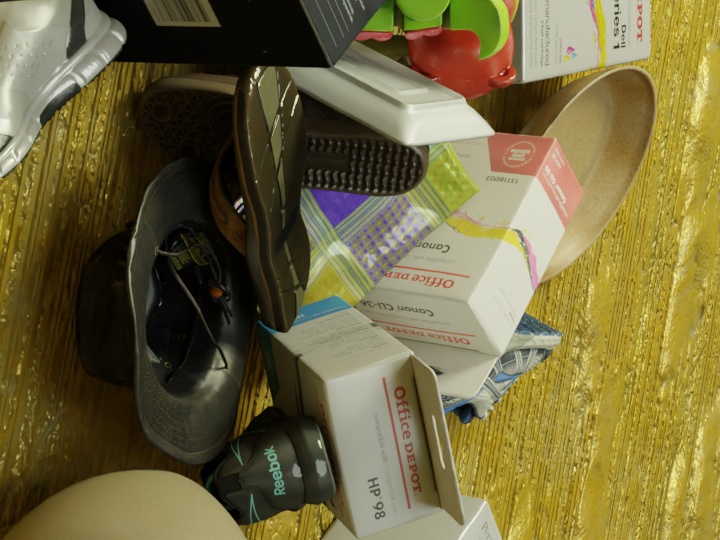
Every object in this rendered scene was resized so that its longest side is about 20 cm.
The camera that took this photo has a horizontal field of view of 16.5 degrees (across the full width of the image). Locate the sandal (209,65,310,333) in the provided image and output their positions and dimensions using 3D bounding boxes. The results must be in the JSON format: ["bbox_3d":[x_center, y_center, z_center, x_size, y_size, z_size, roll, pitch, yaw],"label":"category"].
[{"bbox_3d":[-0.070,-0.048,1.640,0.082,0.054,0.201,-62,155,-45],"label":"sandal"}]

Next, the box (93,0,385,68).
[{"bbox_3d":[-0.067,-0.225,1.585,0.182,0.199,0.104,-54,133,-33],"label":"box"}]

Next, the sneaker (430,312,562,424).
[{"bbox_3d":[0.090,0.073,1.964,0.200,0.077,0.086,-7,122,-60],"label":"sneaker"}]

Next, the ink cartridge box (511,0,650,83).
[{"bbox_3d":[0.149,-0.231,1.977,0.200,0.084,0.146,-15,107,-53],"label":"ink cartridge box"}]

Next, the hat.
[{"bbox_3d":[-0.139,0.026,1.626,0.200,0.080,0.202,-2,90,-69],"label":"hat"}]

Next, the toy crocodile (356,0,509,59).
[{"bbox_3d":[0.001,-0.179,1.671,0.068,0.199,0.062,-83,176,-82],"label":"toy crocodile"}]

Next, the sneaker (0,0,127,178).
[{"bbox_3d":[-0.225,-0.112,1.509,0.080,0.073,0.200,55,47,-24],"label":"sneaker"}]

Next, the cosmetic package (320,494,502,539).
[{"bbox_3d":[0.031,0.300,1.866,0.200,0.122,0.200,-53,134,-37],"label":"cosmetic package"}]

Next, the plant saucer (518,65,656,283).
[{"bbox_3d":[0.166,-0.083,2.019,0.200,0.035,0.201,-38,147,-31],"label":"plant saucer"}]

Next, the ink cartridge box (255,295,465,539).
[{"bbox_3d":[-0.003,0.101,1.671,0.066,0.200,0.116,-16,107,-15],"label":"ink cartridge box"}]

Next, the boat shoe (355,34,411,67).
[{"bbox_3d":[-0.004,-0.130,1.799,0.201,0.071,0.061,-15,113,-44],"label":"boat shoe"}]

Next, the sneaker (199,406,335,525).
[{"bbox_3d":[-0.074,0.134,1.685,0.079,0.200,0.076,-17,85,-13],"label":"sneaker"}]

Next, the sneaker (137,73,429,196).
[{"bbox_3d":[-0.052,-0.098,1.686,0.076,0.199,0.071,-90,-164,-57],"label":"sneaker"}]

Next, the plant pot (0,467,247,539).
[{"bbox_3d":[-0.142,0.203,1.577,0.135,0.199,0.201,-74,149,-52],"label":"plant pot"}]

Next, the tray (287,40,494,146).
[{"bbox_3d":[-0.011,-0.136,1.679,0.107,0.199,0.022,-12,125,-52],"label":"tray"}]

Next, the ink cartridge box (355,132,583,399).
[{"bbox_3d":[0.069,-0.008,1.843,0.201,0.116,0.068,-62,140,-28],"label":"ink cartridge box"}]

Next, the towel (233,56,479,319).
[{"bbox_3d":[-0.011,-0.039,1.763,0.200,0.023,0.144,-43,131,-14],"label":"towel"}]

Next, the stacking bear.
[{"bbox_3d":[0.068,-0.205,1.780,0.114,0.121,0.201,105,-13,-45],"label":"stacking bear"}]
